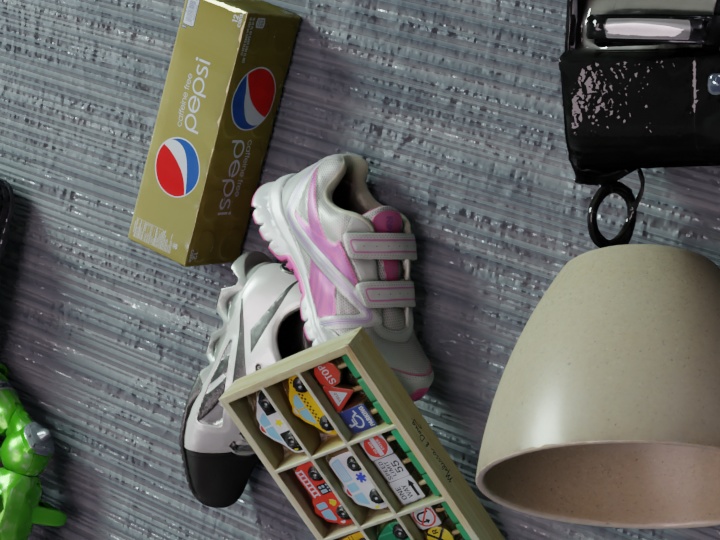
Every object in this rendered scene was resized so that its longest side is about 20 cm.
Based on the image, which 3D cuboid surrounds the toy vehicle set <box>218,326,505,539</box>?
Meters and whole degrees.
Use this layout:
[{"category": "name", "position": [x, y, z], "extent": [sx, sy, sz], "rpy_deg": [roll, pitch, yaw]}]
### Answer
[{"category": "toy vehicle set", "position": [0.004, 0.145, 1.312], "extent": [0.124, 0.027, 0.200], "rpy_deg": [-25, 105, 35]}]

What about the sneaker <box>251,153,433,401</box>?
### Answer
[{"category": "sneaker", "position": [0.000, 0.000, 1.323], "extent": [0.088, 0.081, 0.200], "rpy_deg": [-40, 71, 33]}]

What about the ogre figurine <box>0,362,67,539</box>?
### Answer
[{"category": "ogre figurine", "position": [-0.312, 0.186, 1.558], "extent": [0.120, 0.098, 0.200], "rpy_deg": [14, 69, 46]}]

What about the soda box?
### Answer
[{"category": "soda box", "position": [-0.111, -0.107, 1.403], "extent": [0.064, 0.068, 0.201], "rpy_deg": [25, 108, 31]}]

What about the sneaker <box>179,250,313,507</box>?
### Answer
[{"category": "sneaker", "position": [-0.075, 0.094, 1.388], "extent": [0.088, 0.074, 0.201], "rpy_deg": [23, 107, 34]}]

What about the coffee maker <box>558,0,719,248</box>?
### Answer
[{"category": "coffee maker", "position": [0.238, -0.102, 1.132], "extent": [0.199, 0.135, 0.193], "rpy_deg": [6, 122, 36]}]

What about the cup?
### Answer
[{"category": "cup", "position": [0.175, 0.068, 1.154], "extent": [0.200, 0.200, 0.144], "rpy_deg": [-12, 63, 36]}]

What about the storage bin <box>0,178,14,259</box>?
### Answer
[{"category": "storage bin", "position": [-0.386, 0.002, 1.569], "extent": [0.135, 0.094, 0.201], "rpy_deg": [20, 97, 42]}]
